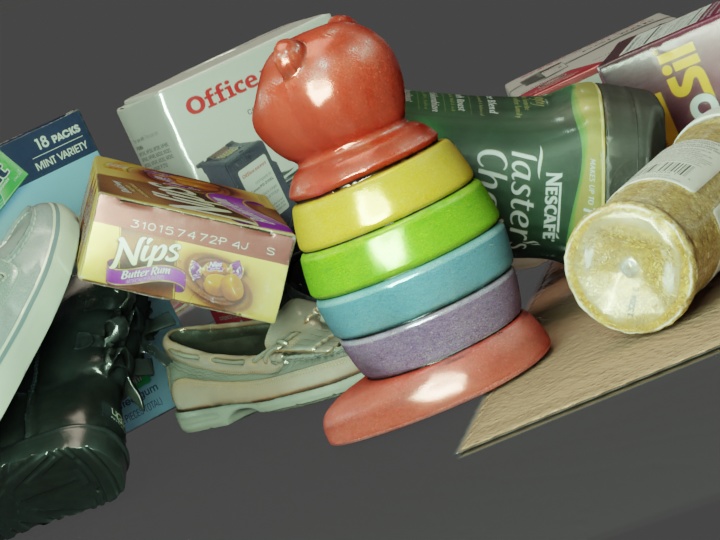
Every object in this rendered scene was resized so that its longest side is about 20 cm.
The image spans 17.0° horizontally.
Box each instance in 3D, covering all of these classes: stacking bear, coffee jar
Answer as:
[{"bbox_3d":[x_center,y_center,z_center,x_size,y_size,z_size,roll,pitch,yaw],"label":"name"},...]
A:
[{"bbox_3d":[0.010,-0.031,1.234,0.114,0.201,0.121,-18,9,42],"label":"stacking bear"},{"bbox_3d":[0.069,-0.051,1.329,0.199,0.105,0.085,-1,15,-1],"label":"coffee jar"}]

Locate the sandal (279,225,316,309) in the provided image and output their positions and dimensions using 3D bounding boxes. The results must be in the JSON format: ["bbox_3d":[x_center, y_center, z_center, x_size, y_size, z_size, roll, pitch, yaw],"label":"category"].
[{"bbox_3d":[0.000,-0.001,1.437,0.043,0.076,0.200,11,-8,-39],"label":"sandal"}]

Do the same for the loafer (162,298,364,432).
[{"bbox_3d":[-0.047,0.047,1.414,0.200,0.063,0.072,-18,7,43],"label":"loafer"}]

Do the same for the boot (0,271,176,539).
[{"bbox_3d":[-0.210,0.081,1.431,0.198,0.073,0.163,-16,38,15],"label":"boot"}]

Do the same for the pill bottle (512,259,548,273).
[{"bbox_3d":[0.048,-0.037,1.516,0.114,0.115,0.200,-28,8,-25],"label":"pill bottle"}]

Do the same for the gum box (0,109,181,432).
[{"bbox_3d":[-0.214,0.024,1.539,0.170,0.200,0.045,-28,7,-26],"label":"gum box"}]

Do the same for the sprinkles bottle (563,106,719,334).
[{"bbox_3d":[0.167,-0.030,1.237,0.068,0.068,0.200,-20,8,30],"label":"sprinkles bottle"}]

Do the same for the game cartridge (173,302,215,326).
[{"bbox_3d":[-0.103,0.028,1.779,0.200,0.041,0.133,-31,8,18],"label":"game cartridge"}]

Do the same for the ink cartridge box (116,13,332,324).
[{"bbox_3d":[-0.054,-0.056,1.651,0.145,0.200,0.084,-27,7,-24],"label":"ink cartridge box"}]

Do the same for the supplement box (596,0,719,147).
[{"bbox_3d":[0.253,-0.114,1.406,0.200,0.111,0.086,-22,7,20],"label":"supplement box"}]

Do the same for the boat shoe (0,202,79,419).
[{"bbox_3d":[-0.219,0.025,1.371,0.070,0.071,0.201,-37,25,43],"label":"boat shoe"}]

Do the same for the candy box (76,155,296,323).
[{"bbox_3d":[-0.108,-0.021,1.438,0.116,0.057,0.200,13,5,-8],"label":"candy box"}]

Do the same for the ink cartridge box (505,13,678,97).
[{"bbox_3d":[0.193,-0.130,1.850,0.146,0.083,0.200,-25,7,3],"label":"ink cartridge box"}]
